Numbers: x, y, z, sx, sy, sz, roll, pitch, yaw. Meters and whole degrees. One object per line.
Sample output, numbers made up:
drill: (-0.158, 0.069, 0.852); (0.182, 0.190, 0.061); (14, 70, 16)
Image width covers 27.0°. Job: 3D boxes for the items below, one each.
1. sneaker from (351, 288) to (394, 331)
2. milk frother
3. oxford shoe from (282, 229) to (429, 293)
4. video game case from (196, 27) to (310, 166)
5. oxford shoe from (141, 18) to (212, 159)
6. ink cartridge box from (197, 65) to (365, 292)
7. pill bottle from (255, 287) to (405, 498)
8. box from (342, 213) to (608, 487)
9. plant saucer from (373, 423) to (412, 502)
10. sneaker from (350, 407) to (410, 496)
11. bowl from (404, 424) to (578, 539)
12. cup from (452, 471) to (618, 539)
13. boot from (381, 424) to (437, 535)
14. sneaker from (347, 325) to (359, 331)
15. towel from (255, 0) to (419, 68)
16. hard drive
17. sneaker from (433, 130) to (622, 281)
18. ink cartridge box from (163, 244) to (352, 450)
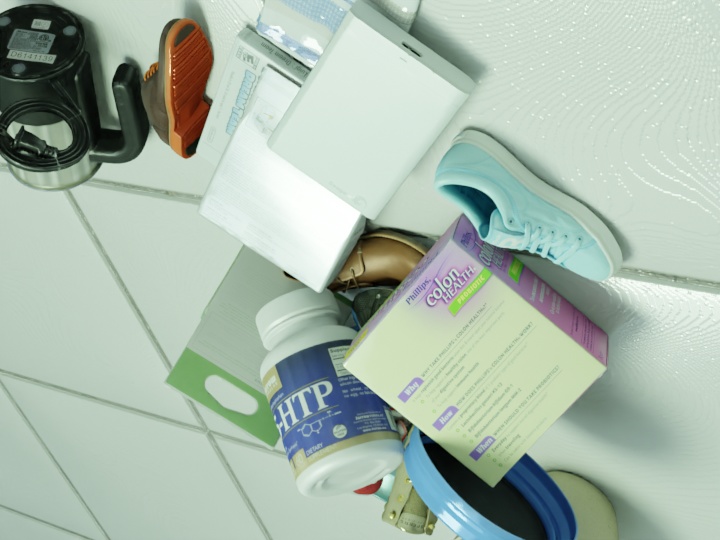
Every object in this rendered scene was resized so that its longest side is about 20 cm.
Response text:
sneaker: (0.054, 0.085, 1.648); (0.200, 0.079, 0.090); (39, 163, -34)
milk frother: (-0.347, -0.151, 1.653); (0.180, 0.200, 0.188); (22, 146, 16)
oxford shoe: (0.000, 0.000, 1.625); (0.199, 0.071, 0.071); (4, 133, 39)
video game case: (-0.074, -0.134, 1.554); (0.182, 0.024, 0.200); (35, 143, 4)
oxford shoe: (-0.202, -0.197, 1.573); (0.072, 0.071, 0.200); (34, 149, 16)
ink cartridge box: (-0.061, -0.096, 1.541); (0.162, 0.057, 0.200); (33, 121, 5)
pill bottle: (-0.039, 0.126, 1.581); (0.120, 0.119, 0.201); (116, 137, -58)
box: (0.117, 0.080, 1.505); (0.200, 0.097, 0.176); (39, 110, -4)
plant saucer: (0.034, 0.232, 1.922); (0.199, 0.036, 0.200); (26, 147, 18)
sneaker: (0.019, 0.223, 1.825); (0.112, 0.071, 0.200); (3, 149, 25)
bowl: (0.132, 0.226, 1.536); (0.200, 0.201, 0.039); (36, 110, 3)
cup: (0.222, 0.320, 1.746); (0.200, 0.143, 0.201); (26, 147, 18)
boot: (0.081, 0.224, 1.704); (0.073, 0.156, 0.200); (21, 169, -7)
sneaker: (-0.021, 0.103, 1.752); (0.082, 0.074, 0.200); (19, 151, -11)
towel: (-0.021, -0.247, 1.372); (0.147, 0.024, 0.200); (33, 148, 5)
hard drive: (0.005, -0.146, 1.408); (0.132, 0.026, 0.200); (35, 137, -3)
sneaker: (0.150, -0.041, 1.410); (0.200, 0.082, 0.074); (36, 149, 2)
ink cartridge box: (-0.114, 0.084, 1.667); (0.145, 0.200, 0.048); (32, 157, -5)
